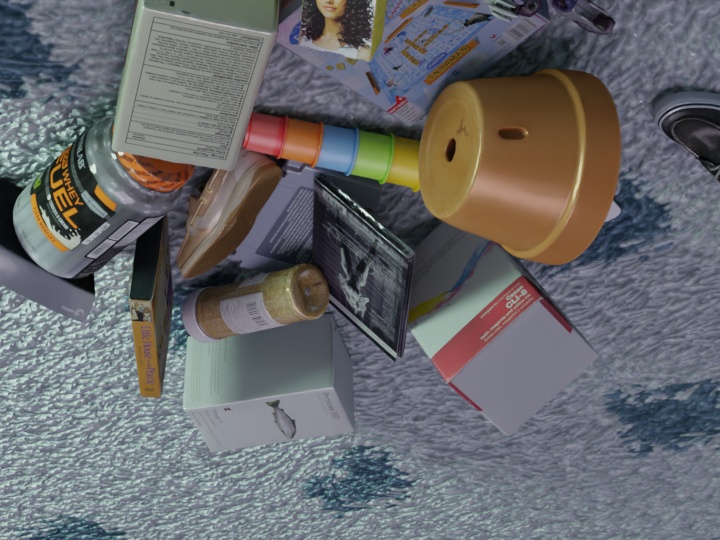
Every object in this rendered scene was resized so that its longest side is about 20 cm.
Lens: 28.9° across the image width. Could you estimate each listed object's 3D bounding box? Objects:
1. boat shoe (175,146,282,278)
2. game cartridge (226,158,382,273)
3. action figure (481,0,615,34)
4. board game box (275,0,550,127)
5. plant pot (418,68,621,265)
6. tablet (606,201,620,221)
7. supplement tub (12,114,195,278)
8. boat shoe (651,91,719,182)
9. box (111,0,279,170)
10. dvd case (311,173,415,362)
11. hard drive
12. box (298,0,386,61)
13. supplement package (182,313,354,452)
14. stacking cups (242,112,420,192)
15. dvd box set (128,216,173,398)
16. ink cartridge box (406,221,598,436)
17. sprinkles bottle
[{"bbox_3d":[-0.159,-0.071,1.574,0.074,0.069,0.200,-22,158,-50],"label":"boat shoe"},{"bbox_3d":[-0.060,-0.059,1.619,0.133,0.042,0.200,12,141,-24],"label":"game cartridge"},{"bbox_3d":[0.172,-0.285,1.287,0.200,0.069,0.130,17,109,-38],"label":"action figure"},{"bbox_3d":[0.045,-0.249,1.367,0.199,0.041,0.200,29,133,-34],"label":"board game box"},{"bbox_3d":[0.148,-0.112,1.408,0.140,0.201,0.200,7,143,-23],"label":"plant pot"},{"bbox_3d":[0.198,-0.092,1.604,0.130,0.014,0.200,-25,137,27],"label":"tablet"},{"bbox_3d":[-0.274,-0.086,1.503,0.122,0.123,0.200,28,133,-33],"label":"supplement tub"},{"bbox_3d":[0.402,-0.131,1.511,0.199,0.071,0.072,20,138,-25],"label":"boat shoe"},{"bbox_3d":[-0.162,-0.208,1.357,0.127,0.109,0.200,9,142,-14],"label":"box"},{"bbox_3d":[0.000,0.000,1.575,0.016,0.149,0.200,-36,152,-27],"label":"dvd case"},{"bbox_3d":[-0.379,-0.035,1.561,0.042,0.135,0.200,-37,131,24],"label":"hard drive"},{"bbox_3d":[-0.009,-0.291,1.250,0.075,0.050,0.201,13,128,10],"label":"box"},{"bbox_3d":[-0.117,0.148,1.820,0.199,0.118,0.117,-10,141,10],"label":"supplement package"},{"bbox_3d":[-0.026,-0.136,1.507,0.199,0.061,0.061,13,141,-13],"label":"stacking cups"},{"bbox_3d":[-0.245,0.036,1.645,0.029,0.147,0.200,3,143,-2],"label":"dvd box set"},{"bbox_3d":[0.144,0.055,1.613,0.145,0.200,0.145,-43,132,7],"label":"ink cartridge box"},{"bbox_3d":[-0.128,0.041,1.677,0.200,0.068,0.068,-13,145,42],"label":"sprinkles bottle"}]
